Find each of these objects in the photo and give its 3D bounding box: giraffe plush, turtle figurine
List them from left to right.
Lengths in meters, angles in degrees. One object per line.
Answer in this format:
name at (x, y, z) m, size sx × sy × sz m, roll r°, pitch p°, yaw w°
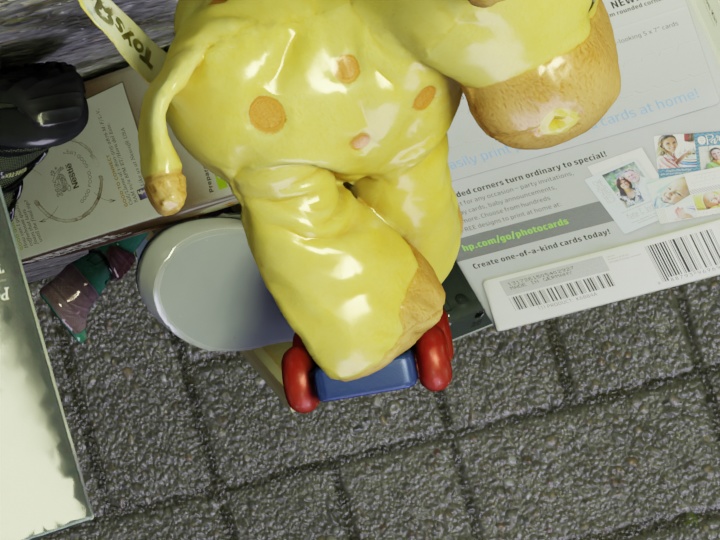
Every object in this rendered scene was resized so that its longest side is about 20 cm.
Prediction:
turtle figurine at (-0.114, -0.055, 1.336) m, size 0.200 × 0.150 × 0.101 m, roll -34°, pitch 138°, yaw -6°
giraffe plush at (0.019, -0.082, 0.798) m, size 0.162 × 0.173 × 0.200 m, roll -26°, pitch 141°, yaw 21°

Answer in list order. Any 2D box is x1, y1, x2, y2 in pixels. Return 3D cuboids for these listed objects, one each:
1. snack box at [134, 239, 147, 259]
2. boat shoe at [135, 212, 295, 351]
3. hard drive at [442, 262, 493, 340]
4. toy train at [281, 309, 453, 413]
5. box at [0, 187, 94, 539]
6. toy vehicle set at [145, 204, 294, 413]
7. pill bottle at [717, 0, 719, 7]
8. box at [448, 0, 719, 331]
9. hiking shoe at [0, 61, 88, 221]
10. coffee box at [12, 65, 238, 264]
snack box at (-0.063, -0.038, 1.525) m, size 0.168 × 0.068 × 0.200 m, roll -16°, pitch -148°, yaw -20°
boat shoe at (-0.066, 0.002, 1.235) m, size 0.065 × 0.074 × 0.200 m, roll 30°, pitch -173°, yaw 31°
hard drive at (0.096, -0.049, 1.314) m, size 0.199 × 0.140 × 0.033 m, roll -21°, pitch 150°, yaw -25°
toy train at (0.000, 0.000, 1.208) m, size 0.084 × 0.116 × 0.200 m, roll -9°, pitch -173°, yaw 4°
box at (-0.211, 0.025, 0.910) m, size 0.123 × 0.199 × 0.200 m, roll -15°, pitch 180°, yaw -25°
toy vehicle set at (-0.046, -0.017, 1.368) m, size 0.124 × 0.200 × 0.027 m, roll -32°, pitch 143°, yaw -14°
pill bottle at (0.098, -0.105, 1.083) m, size 0.199 × 0.113 × 0.113 m, roll -15°, pitch 180°, yaw 20°
box at (0.093, -0.070, 1.011) m, size 0.155 × 0.200 × 0.041 m, roll -16°, pitch -141°, yaw 22°
hiking shoe at (-0.179, -0.033, 1.046) m, size 0.076 × 0.101 × 0.200 m, roll -16°, pitch 180°, yaw -38°
coffee box at (-0.094, -0.068, 1.178) m, size 0.199 × 0.080 × 0.114 m, roll -16°, pitch 180°, yaw 23°
